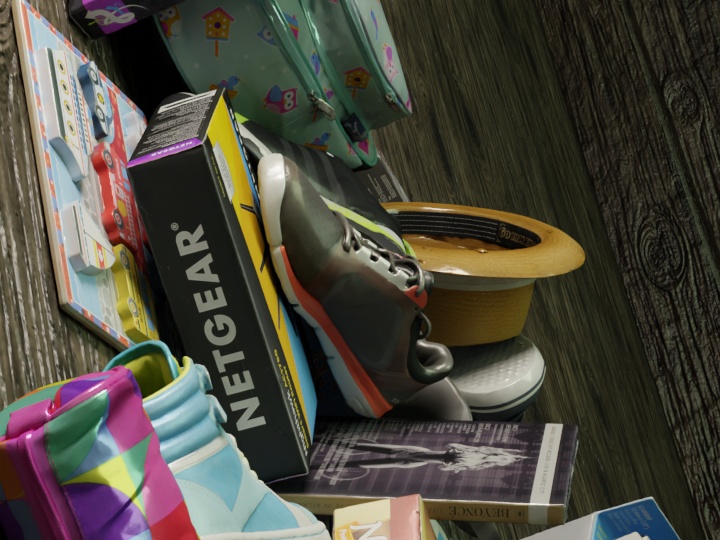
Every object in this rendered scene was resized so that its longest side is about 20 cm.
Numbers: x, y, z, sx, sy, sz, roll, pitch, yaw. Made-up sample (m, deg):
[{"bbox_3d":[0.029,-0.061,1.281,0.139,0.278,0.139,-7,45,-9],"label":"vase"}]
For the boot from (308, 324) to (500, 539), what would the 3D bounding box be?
[{"bbox_3d":[0.029,0.088,1.360,0.201,0.069,0.174,60,-3,25],"label":"boot"}]

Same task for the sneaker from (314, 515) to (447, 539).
[{"bbox_3d":[0.019,0.177,1.286,0.081,0.076,0.200,65,10,28],"label":"sneaker"}]

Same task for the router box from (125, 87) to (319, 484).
[{"bbox_3d":[-0.076,0.008,1.159,0.149,0.051,0.202,-86,159,-73],"label":"router box"}]

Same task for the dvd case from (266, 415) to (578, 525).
[{"bbox_3d":[0.027,0.117,1.181,0.149,0.198,0.016,-56,146,-74],"label":"dvd case"}]

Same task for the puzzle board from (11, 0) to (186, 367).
[{"bbox_3d":[-0.141,-0.040,1.125,0.151,0.017,0.201,47,25,-58],"label":"puzzle board"}]

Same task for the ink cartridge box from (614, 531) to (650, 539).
[{"bbox_3d":[0.121,0.271,1.292,0.086,0.199,0.147,-98,160,-45],"label":"ink cartridge box"}]

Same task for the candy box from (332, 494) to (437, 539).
[{"bbox_3d":[0.035,0.236,1.116,0.116,0.055,0.201,-91,165,-49],"label":"candy box"}]

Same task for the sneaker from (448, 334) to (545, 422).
[{"bbox_3d":[0.091,0.091,1.441,0.080,0.078,0.200,67,-11,-12],"label":"sneaker"}]

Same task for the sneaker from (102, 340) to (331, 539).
[{"bbox_3d":[-0.079,0.101,1.028,0.200,0.079,0.132,17,55,-74],"label":"sneaker"}]

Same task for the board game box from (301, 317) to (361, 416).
[{"bbox_3d":[-0.011,0.059,1.444,0.200,0.036,0.152,-27,96,-77],"label":"board game box"}]

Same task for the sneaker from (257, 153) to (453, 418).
[{"bbox_3d":[0.000,0.000,1.201,0.077,0.081,0.201,-98,164,-50],"label":"sneaker"}]

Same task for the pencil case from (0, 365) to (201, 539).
[{"bbox_3d":[-0.101,0.144,0.869,0.201,0.088,0.088,67,14,-2],"label":"pencil case"}]

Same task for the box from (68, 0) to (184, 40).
[{"bbox_3d":[-0.093,-0.239,1.222,0.036,0.199,0.144,50,23,-53],"label":"box"}]

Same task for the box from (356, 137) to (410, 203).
[{"bbox_3d":[0.017,-0.045,1.609,0.201,0.050,0.158,59,3,-35],"label":"box"}]

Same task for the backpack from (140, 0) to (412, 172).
[{"bbox_3d":[-0.063,-0.161,1.325,0.200,0.153,0.177,41,26,-52],"label":"backpack"}]

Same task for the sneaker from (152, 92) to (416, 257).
[{"bbox_3d":[-0.050,-0.050,1.273,0.200,0.072,0.083,38,30,-15],"label":"sneaker"}]

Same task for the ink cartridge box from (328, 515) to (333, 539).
[{"bbox_3d":[-0.011,0.248,1.152,0.201,0.042,0.120,-87,154,-54],"label":"ink cartridge box"}]

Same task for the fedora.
[{"bbox_3d":[0.062,0.006,1.427,0.201,0.199,0.083,-55,149,-74],"label":"fedora"}]

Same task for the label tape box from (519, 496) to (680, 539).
[{"bbox_3d":[0.140,0.247,1.401,0.143,0.199,0.067,53,22,-48],"label":"label tape box"}]
